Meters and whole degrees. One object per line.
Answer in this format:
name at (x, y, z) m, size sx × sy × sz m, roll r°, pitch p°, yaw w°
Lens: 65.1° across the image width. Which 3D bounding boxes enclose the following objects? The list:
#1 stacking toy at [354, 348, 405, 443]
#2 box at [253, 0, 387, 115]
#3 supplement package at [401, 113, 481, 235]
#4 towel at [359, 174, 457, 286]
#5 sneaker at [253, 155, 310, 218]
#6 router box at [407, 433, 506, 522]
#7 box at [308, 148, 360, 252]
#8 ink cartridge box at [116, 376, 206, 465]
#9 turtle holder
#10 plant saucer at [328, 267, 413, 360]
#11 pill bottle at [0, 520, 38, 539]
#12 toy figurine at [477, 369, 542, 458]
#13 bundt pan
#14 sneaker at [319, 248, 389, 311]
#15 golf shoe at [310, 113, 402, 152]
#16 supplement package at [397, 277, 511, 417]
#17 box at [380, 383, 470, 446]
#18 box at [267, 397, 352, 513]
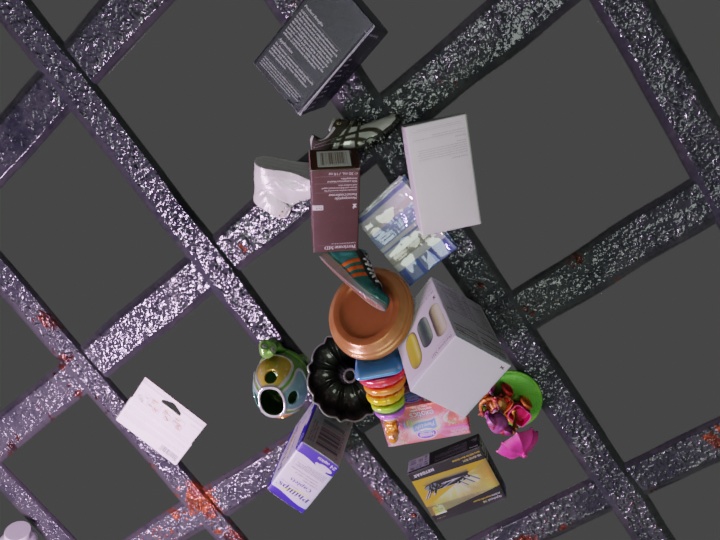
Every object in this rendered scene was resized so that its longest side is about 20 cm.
stacking toy at (0.057, 0.279, 1.210) m, size 0.106 × 0.116 × 0.206 m, roll -11°, pitch 103°, yaw 4°
box at (-0.064, -0.405, 1.020) m, size 0.196 × 0.201 × 0.124 m, roll -41°, pitch 99°, yaw 20°
supplement package at (0.153, -0.188, 1.091) m, size 0.117 × 0.120 × 0.206 m, roll -10°, pitch 104°, yaw 3°
towel at (0.097, -0.082, 1.203) m, size 0.146 × 0.024 × 0.201 m, roll -37°, pitch 100°, yaw 20°
sneaker at (-0.132, -0.164, 1.196) m, size 0.194 × 0.075 × 0.118 m, roll 13°, pitch 127°, yaw -2°
router box at (0.234, 0.508, 1.372) m, size 0.196 × 0.052 × 0.160 m, roll -27°, pitch 103°, yaw 17°
box at (-0.053, -0.136, 1.124) m, size 0.097 × 0.076 × 0.204 m, roll -4°, pitch 135°, yaw -5°
ink cartridge box at (-0.506, 0.380, 1.455) m, size 0.199 × 0.045 × 0.177 m, roll 39°, pitch 111°, yaw -6°
turtle holder at (-0.184, 0.253, 1.309) m, size 0.137 × 0.132 × 0.190 m, roll 20°, pitch 112°, yaw 2°
plant saucer at (0.017, 0.086, 1.200) m, size 0.194 × 0.037 × 0.206 m, roll -9°, pitch 66°, yaw 21°
pill bottle at (-1.016, 0.845, 1.668) m, size 0.108 × 0.111 × 0.205 m, roll 16°, pitch 112°, yaw 3°
toy figurine at (0.313, 0.314, 1.221) m, size 0.198 × 0.185 × 0.151 m, roll 36°, pitch 111°, yaw -4°
bundt pan at (-0.029, 0.234, 1.279) m, size 0.195 × 0.076 × 0.209 m, roll 0°, pitch 88°, yaw -10°
sneaker at (0.000, 0.000, 1.182) m, size 0.080 × 0.072 × 0.199 m, roll -47°, pitch 61°, yaw -5°
golf shoe at (-0.014, -0.275, 1.125) m, size 0.196 × 0.078 × 0.096 m, roll -28°, pitch 91°, yaw 7°
supplement package at (0.179, 0.153, 1.158) m, size 0.148 × 0.202 × 0.153 m, roll 28°, pitch 113°, yaw -23°
box at (0.148, 0.321, 1.295) m, size 0.194 × 0.103 × 0.097 m, roll -14°, pitch 107°, yaw 13°
box at (-0.110, 0.414, 1.311) m, size 0.103 × 0.185 × 0.202 m, roll 31°, pitch 121°, yaw -4°
